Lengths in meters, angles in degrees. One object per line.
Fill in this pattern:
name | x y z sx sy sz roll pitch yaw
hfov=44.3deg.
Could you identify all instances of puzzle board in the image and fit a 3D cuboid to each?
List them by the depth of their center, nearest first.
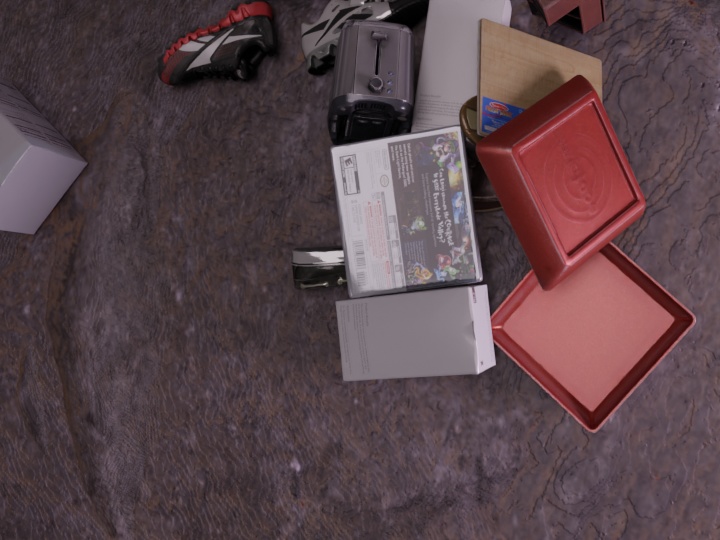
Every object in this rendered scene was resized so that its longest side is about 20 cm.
puzzle board | 0.228 -0.220 1.120 0.197 0.017 0.154 10 75 -26

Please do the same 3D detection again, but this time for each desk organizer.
desk organizer | 0.252 -0.344 1.100 0.076 0.200 0.073 -33 80 14

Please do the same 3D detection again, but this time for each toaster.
toaster | 0.015 -0.243 1.180 0.111 0.200 0.132 6 78 -2

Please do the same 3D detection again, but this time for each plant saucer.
plant saucer | 0.259 -0.112 1.082 0.199 0.037 0.202 -34 103 -24
plant saucer | 0.295 0.070 1.157 0.200 0.037 0.200 43 99 14

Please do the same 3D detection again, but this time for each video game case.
video game case | 0.059 -0.075 1.157 0.178 0.023 0.204 -7 91 14

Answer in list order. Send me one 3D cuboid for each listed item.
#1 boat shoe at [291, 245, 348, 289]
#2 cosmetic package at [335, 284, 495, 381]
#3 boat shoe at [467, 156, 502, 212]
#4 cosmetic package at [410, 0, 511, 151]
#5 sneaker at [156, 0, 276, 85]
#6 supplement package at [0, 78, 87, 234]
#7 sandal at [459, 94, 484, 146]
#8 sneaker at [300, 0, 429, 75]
boat shoe | 0.000 0.000 1.228 0.196 0.071 0.065 0 99 17
cosmetic package | 0.072 0.083 1.176 0.196 0.081 0.115 -5 90 25
boat shoe | 0.124 -0.123 1.192 0.196 0.072 0.074 10 91 16
cosmetic package | 0.137 -0.269 1.187 0.106 0.085 0.204 10 90 15
sneaker | -0.207 -0.312 1.290 0.198 0.071 0.099 -25 80 12
supplement package | -0.558 -0.182 1.341 0.200 0.150 0.152 43 98 13
sandal | 0.204 -0.182 1.139 0.054 0.197 0.082 -22 78 56
sneaker | -0.001 -0.357 1.233 0.197 0.074 0.090 -21 79 17
